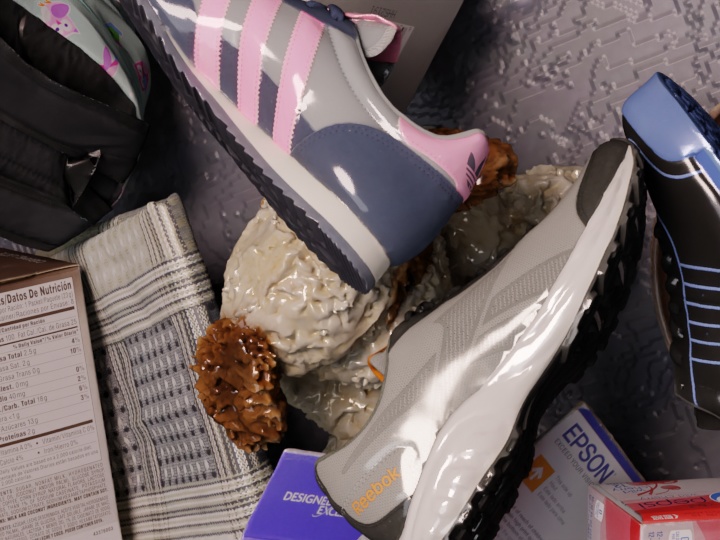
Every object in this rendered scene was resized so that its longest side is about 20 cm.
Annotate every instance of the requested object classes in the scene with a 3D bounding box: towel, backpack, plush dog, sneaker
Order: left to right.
[{"bbox_3d":[-0.192,-0.104,0.876,0.200,0.127,0.167,29,126,-26],"label":"backpack"},{"bbox_3d":[-0.107,0.068,0.912,0.200,0.034,0.193,-16,92,62],"label":"towel"},{"bbox_3d":[-0.031,-0.086,0.732,0.082,0.070,0.200,-38,75,-7],"label":"sneaker"},{"bbox_3d":[0.000,0.000,0.818,0.160,0.172,0.200,40,95,15],"label":"plush dog"},{"bbox_3d":[0.054,0.025,0.739,0.079,0.074,0.200,29,75,21],"label":"sneaker"},{"bbox_3d":[0.158,0.014,0.788,0.078,0.070,0.200,-34,85,19],"label":"sneaker"}]

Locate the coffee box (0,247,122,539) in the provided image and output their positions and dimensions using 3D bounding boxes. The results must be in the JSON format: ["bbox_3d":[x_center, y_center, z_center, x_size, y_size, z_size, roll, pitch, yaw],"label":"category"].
[{"bbox_3d":[-0.186,0.096,0.950,0.114,0.079,0.201,7,107,57],"label":"coffee box"}]

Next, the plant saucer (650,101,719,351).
[{"bbox_3d":[0.230,-0.002,0.811,0.200,0.037,0.201,4,101,23],"label":"plant saucer"}]

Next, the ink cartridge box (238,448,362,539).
[{"bbox_3d":[0.005,0.181,0.852,0.201,0.198,0.043,-62,40,21],"label":"ink cartridge box"}]

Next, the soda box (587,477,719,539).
[{"bbox_3d":[0.135,0.192,0.768,0.070,0.063,0.201,-2,98,-13],"label":"soda box"}]

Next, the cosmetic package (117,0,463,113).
[{"bbox_3d":[-0.061,-0.150,0.845,0.200,0.107,0.090,42,113,30],"label":"cosmetic package"}]

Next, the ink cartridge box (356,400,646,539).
[{"bbox_3d":[0.062,0.174,0.821,0.200,0.200,0.041,-43,37,-6],"label":"ink cartridge box"}]
